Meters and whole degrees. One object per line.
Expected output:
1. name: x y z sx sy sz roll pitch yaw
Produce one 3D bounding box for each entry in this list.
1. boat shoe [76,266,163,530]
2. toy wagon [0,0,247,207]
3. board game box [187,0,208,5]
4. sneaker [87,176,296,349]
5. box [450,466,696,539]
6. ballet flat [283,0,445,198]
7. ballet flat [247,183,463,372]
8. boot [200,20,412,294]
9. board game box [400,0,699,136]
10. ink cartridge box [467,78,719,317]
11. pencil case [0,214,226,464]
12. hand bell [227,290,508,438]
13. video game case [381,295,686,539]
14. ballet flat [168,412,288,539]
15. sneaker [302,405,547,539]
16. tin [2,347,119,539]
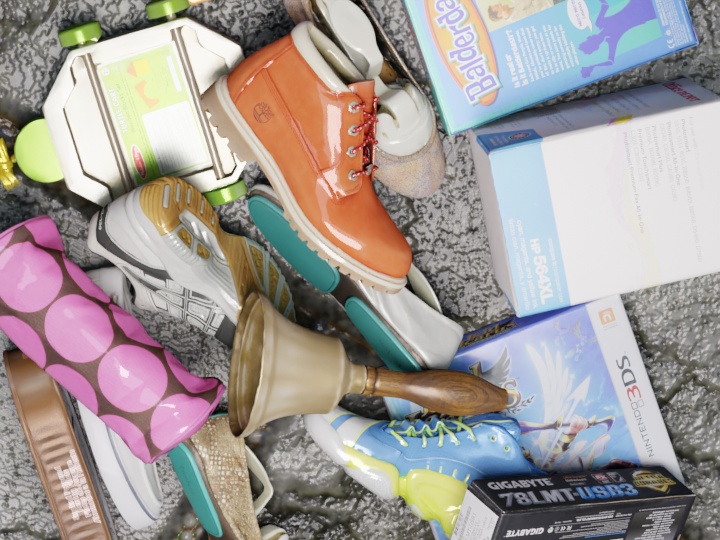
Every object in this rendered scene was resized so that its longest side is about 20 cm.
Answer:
1. boat shoe: -0.175 0.094 1.536 0.065 0.072 0.202 -15 95 4
2. toy wagon: -0.174 -0.110 1.504 0.198 0.040 0.157 -17 103 0
3. board game box: -0.051 -0.314 1.386 0.198 0.200 0.202 -17 103 0
4. sneaker: -0.123 0.007 1.511 0.087 0.076 0.200 -18 132 27
5. box: 0.138 0.246 1.520 0.199 0.050 0.200 -1 119 -37
6. ballet flat: 0.007 -0.138 1.492 0.068 0.067 0.201 -38 104 -15
7. ballet flat: 0.000 0.000 1.528 0.069 0.069 0.200 -44 88 6
8. boot: -0.014 -0.079 1.450 0.107 0.075 0.200 -38 94 19
9. board game box: 0.131 -0.205 1.503 0.198 0.045 0.153 -20 104 0
10. ink cartridge box: 0.192 -0.059 1.497 0.198 0.129 0.127 -12 104 -1
11. pencil case: -0.189 0.046 1.458 0.200 0.094 0.091 45 130 -3
12. hand bell: 0.012 0.081 1.463 0.198 0.104 0.105 9 102 -15
13. video game case: 0.134 0.128 1.578 0.198 0.045 0.183 -21 102 1
14. ballet flat: -0.088 0.198 1.564 0.065 0.070 0.202 -28 118 -28
15. sneaker: 0.056 0.133 1.521 0.199 0.076 0.105 36 88 -16
16. tin: -0.218 0.149 1.522 0.042 0.112 0.202 -20 104 -10
